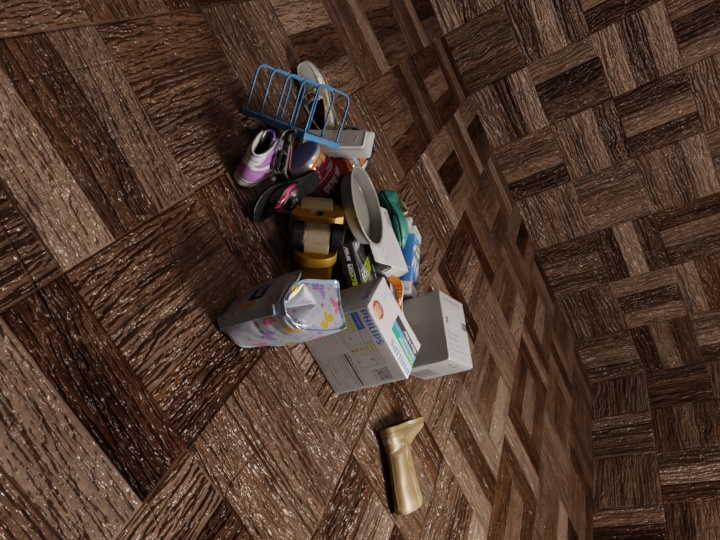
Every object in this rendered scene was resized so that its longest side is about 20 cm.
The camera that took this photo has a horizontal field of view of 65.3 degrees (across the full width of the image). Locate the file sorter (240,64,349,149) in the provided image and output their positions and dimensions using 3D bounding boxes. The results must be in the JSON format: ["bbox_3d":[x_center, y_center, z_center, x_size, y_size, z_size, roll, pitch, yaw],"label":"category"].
[{"bbox_3d":[-0.144,-0.376,1.284,0.138,0.198,0.124,-3,116,-59],"label":"file sorter"}]

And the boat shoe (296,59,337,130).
[{"bbox_3d":[-0.122,-0.474,1.531,0.202,0.074,0.068,65,25,-13],"label":"boat shoe"}]

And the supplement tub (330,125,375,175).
[{"bbox_3d":[-0.041,-0.307,1.525,0.124,0.121,0.201,60,31,-18],"label":"supplement tub"}]

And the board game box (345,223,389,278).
[{"bbox_3d":[0.040,-0.100,1.626,0.201,0.041,0.201,55,33,-26],"label":"board game box"}]

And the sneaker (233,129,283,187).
[{"bbox_3d":[-0.197,-0.268,1.237,0.072,0.115,0.201,32,37,-5],"label":"sneaker"}]

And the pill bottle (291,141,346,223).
[{"bbox_3d":[-0.093,-0.211,1.391,0.200,0.113,0.115,46,38,-37],"label":"pill bottle"}]

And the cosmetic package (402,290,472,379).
[{"bbox_3d":[0.204,0.189,1.615,0.164,0.163,0.203,27,51,-52],"label":"cosmetic package"}]

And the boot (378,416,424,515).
[{"bbox_3d":[0.121,0.485,1.418,0.174,0.066,0.203,-3,75,-47],"label":"boot"}]

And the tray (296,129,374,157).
[{"bbox_3d":[-0.066,-0.330,1.434,0.022,0.197,0.108,83,13,-47],"label":"tray"}]

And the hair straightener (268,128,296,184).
[{"bbox_3d":[-0.168,-0.217,1.226,0.040,0.202,0.077,23,40,4],"label":"hair straightener"}]

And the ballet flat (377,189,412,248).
[{"bbox_3d":[0.112,-0.156,1.625,0.069,0.068,0.202,-11,60,-17],"label":"ballet flat"}]

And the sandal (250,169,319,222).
[{"bbox_3d":[-0.156,-0.163,1.233,0.199,0.045,0.076,-35,149,-32],"label":"sandal"}]

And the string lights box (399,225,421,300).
[{"bbox_3d":[0.136,-0.021,1.661,0.103,0.058,0.203,47,47,-67],"label":"string lights box"}]

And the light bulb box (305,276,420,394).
[{"bbox_3d":[-0.002,0.148,1.258,0.200,0.198,0.125,61,32,-18],"label":"light bulb box"}]

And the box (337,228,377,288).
[{"bbox_3d":[0.000,0.000,1.423,0.200,0.047,0.196,-64,142,-71],"label":"box"}]

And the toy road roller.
[{"bbox_3d":[-0.106,-0.069,1.287,0.201,0.121,0.148,-98,-165,-57],"label":"toy road roller"}]

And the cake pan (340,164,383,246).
[{"bbox_3d":[0.004,-0.155,1.373,0.200,0.036,0.204,-13,90,-70],"label":"cake pan"}]

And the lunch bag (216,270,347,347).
[{"bbox_3d":[-0.149,0.078,1.081,0.199,0.168,0.129,3,72,-58],"label":"lunch bag"}]

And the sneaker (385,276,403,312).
[{"bbox_3d":[0.089,0.119,1.551,0.092,0.074,0.204,70,23,-86],"label":"sneaker"}]

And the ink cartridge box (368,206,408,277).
[{"bbox_3d":[0.043,-0.089,1.515,0.173,0.043,0.203,13,53,-54],"label":"ink cartridge box"}]
